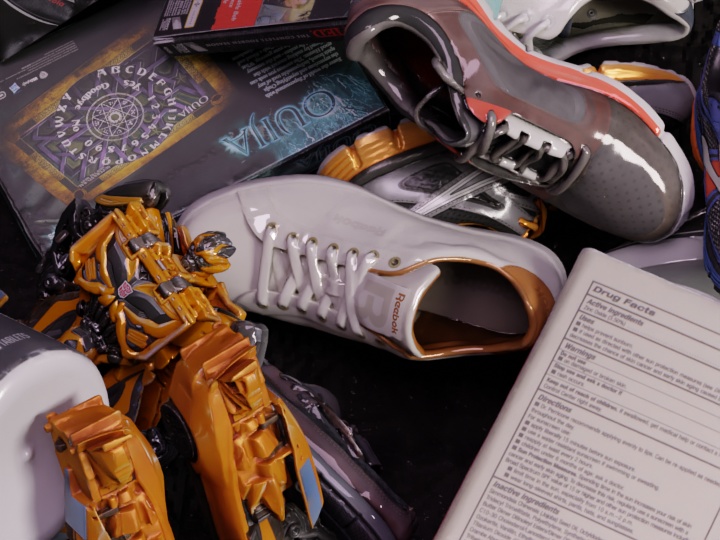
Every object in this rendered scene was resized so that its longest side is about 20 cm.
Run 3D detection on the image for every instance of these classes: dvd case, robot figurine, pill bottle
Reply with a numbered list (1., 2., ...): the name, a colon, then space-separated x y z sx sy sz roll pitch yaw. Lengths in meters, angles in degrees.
1. dvd case: -0.004 -0.180 1.493 0.199 0.022 0.146 -4 56 32
2. robot figurine: -0.072 0.133 1.329 0.145 0.201 0.058 -29 32 -22
3. robot figurine: -0.137 0.051 1.392 0.200 0.058 0.145 -45 66 18
4. pill bottle: -0.222 0.053 1.337 0.200 0.106 0.106 22 66 32

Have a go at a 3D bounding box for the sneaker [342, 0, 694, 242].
1. sneaker: 0.068 -0.067 1.386 0.200 0.077 0.082 35 39 -4

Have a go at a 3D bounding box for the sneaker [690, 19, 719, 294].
1. sneaker: 0.194 -0.054 1.383 0.075 0.079 0.200 -10 40 -2

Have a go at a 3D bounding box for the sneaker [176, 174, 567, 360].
1. sneaker: 0.000 0.000 1.405 0.199 0.085 0.073 7 106 7

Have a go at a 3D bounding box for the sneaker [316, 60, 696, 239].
1. sneaker: 0.081 -0.051 1.478 0.199 0.078 0.077 -19 79 -2

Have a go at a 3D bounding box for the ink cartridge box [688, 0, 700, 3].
1. ink cartridge box: 0.165 -0.245 1.523 0.200 0.084 0.144 44 42 22

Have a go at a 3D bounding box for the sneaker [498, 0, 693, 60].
1. sneaker: 0.081 -0.145 1.513 0.199 0.073 0.071 -8 58 -4

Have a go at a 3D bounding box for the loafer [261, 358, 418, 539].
1. loafer: -0.041 0.066 1.425 0.200 0.072 0.063 37 64 24

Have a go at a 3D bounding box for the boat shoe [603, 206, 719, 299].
1. boat shoe: 0.208 -0.014 1.451 0.199 0.071 0.064 -8 55 -2

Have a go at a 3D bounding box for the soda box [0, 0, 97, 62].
1. soda box: -0.130 -0.198 1.520 0.200 0.063 0.071 -32 34 8

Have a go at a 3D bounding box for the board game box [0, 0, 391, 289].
1. board game box: -0.102 -0.086 1.525 0.200 0.028 0.135 -27 65 -10

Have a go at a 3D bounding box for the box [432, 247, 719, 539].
1. box: 0.121 0.114 1.367 0.128 0.109 0.200 24 67 15
